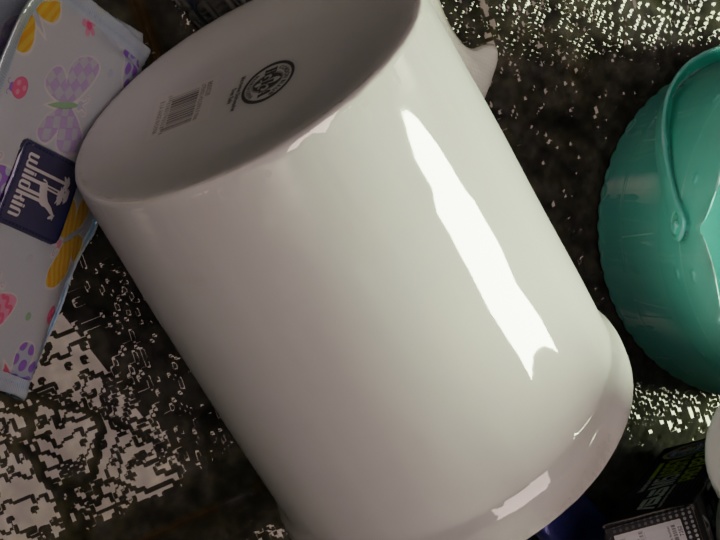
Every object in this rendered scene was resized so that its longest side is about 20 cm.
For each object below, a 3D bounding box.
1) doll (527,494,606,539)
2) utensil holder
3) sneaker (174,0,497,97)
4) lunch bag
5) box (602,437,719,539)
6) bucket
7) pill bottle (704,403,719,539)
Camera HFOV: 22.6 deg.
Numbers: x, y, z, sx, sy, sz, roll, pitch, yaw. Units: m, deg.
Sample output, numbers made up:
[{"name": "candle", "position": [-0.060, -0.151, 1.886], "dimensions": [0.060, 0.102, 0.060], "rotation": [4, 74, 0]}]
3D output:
[{"name": "doll", "position": [0.109, 0.155, 0.880], "dimensions": [0.200, 0.048, 0.136], "rotation": [53, 54, -15]}, {"name": "utensil holder", "position": [0.000, 0.000, 0.749], "dimensions": [0.170, 0.170, 0.200], "rotation": [-38, 119, -15]}, {"name": "sneaker", "position": [-0.018, -0.127, 0.826], "dimensions": [0.200, 0.074, 0.087], "rotation": [45, 65, -23]}, {"name": "lunch bag", "position": [-0.191, -0.057, 0.728], "dimensions": [0.200, 0.127, 0.170], "rotation": [27, 82, -31]}, {"name": "box", "position": [0.178, 0.189, 0.843], "dimensions": [0.044, 0.160, 0.201], "rotation": [-18, 91, 20]}, {"name": "bucket", "position": [0.222, -0.022, 0.874], "dimensions": [0.206, 0.135, 0.208], "rotation": [-1, 92, -21]}, {"name": "pill bottle", "position": [0.219, 0.124, 0.779], "dimensions": [0.111, 0.111, 0.200], "rotation": [-49, 134, -13]}]
